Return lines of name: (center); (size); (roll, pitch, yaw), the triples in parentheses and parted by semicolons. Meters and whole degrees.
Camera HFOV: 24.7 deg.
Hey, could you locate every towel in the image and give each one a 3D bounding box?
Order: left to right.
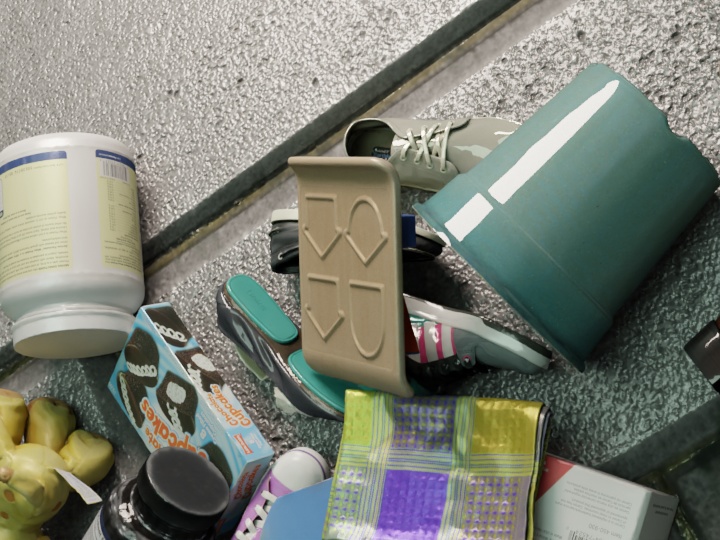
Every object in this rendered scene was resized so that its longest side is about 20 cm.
towel: (0.063, 0.172, 1.377); (0.199, 0.023, 0.145); (3, 74, 29)

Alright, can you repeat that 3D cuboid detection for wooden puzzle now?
wooden puzzle: (0.000, 0.000, 1.420); (0.185, 0.046, 0.201); (8, 106, 63)

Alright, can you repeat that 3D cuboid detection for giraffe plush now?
giraffe plush: (-0.340, 0.234, 1.620); (0.200, 0.172, 0.163); (45, 115, 46)

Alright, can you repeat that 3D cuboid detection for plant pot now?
plant pot: (0.181, -0.054, 1.373); (0.196, 0.200, 0.200); (-46, 61, 3)

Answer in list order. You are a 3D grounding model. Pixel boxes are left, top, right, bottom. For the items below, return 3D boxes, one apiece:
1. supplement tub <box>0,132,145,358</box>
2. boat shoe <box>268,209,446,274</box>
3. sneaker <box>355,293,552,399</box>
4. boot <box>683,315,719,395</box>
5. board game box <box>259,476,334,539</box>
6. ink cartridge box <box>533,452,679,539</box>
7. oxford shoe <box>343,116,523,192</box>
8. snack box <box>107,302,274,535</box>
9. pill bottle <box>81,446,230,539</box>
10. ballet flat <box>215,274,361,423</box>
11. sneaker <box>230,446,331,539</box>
supplement tub: (-0.292, -0.023, 1.649); (0.144, 0.145, 0.201); (-14, 73, 26)
boat shoe: (-0.009, -0.015, 1.525); (0.198, 0.074, 0.067); (8, 77, 33)
sneaker: (0.067, 0.093, 1.454); (0.199, 0.083, 0.121); (15, 82, 39)
boot: (0.388, 0.068, 1.308); (0.200, 0.068, 0.189); (-39, 56, 9)
board game box: (0.007, 0.259, 1.469); (0.199, 0.039, 0.159); (-20, 80, -1)
ink cartridge box: (0.161, 0.260, 1.367); (0.146, 0.083, 0.201); (17, 87, 31)
oxford shoe: (0.068, -0.109, 1.516); (0.199, 0.058, 0.076); (4, 79, 28)
snack box: (-0.166, 0.142, 1.578); (0.200, 0.037, 0.116); (51, 133, 28)
pill bottle: (-0.202, 0.262, 1.526); (0.112, 0.112, 0.200); (50, 122, 28)
ballet flat: (-0.069, 0.089, 1.551); (0.200, 0.073, 0.073); (44, 102, 23)
sneaker: (-0.094, 0.257, 1.488); (0.072, 0.114, 0.201); (28, 97, 12)
